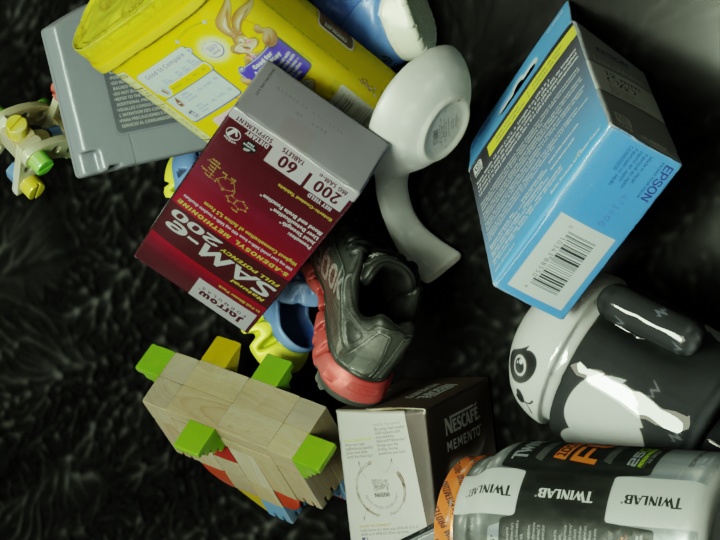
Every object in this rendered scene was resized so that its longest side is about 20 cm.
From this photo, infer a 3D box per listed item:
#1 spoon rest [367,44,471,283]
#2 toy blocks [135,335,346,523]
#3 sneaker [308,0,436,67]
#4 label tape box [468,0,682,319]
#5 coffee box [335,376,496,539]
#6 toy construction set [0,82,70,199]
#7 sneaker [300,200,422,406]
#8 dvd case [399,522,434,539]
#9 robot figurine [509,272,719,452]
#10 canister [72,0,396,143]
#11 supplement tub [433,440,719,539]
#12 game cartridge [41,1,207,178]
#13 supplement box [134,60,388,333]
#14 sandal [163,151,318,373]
[{"bbox_3d":[0.041,-0.081,1.460,0.061,0.099,0.200,33,144,30],"label":"spoon rest"},{"bbox_3d":[-0.078,0.142,1.576,0.200,0.100,0.137,17,151,33],"label":"toy blocks"},{"bbox_3d":[-0.023,-0.243,1.496,0.111,0.077,0.200,-15,98,23],"label":"sneaker"},{"bbox_3d":[0.144,-0.081,1.400,0.066,0.200,0.143,26,117,-17],"label":"label tape box"},{"bbox_3d":[0.051,0.189,1.517,0.080,0.113,0.200,-2,99,30],"label":"coffee box"},{"bbox_3d":[-0.236,-0.145,1.603,0.092,0.131,0.200,56,138,9],"label":"toy construction set"},{"bbox_3d":[0.000,0.000,1.494,0.098,0.071,0.201,-51,37,39],"label":"sneaker"},{"bbox_3d":[0.129,0.256,1.434,0.150,0.025,0.200,-28,94,14],"label":"dvd case"},{"bbox_3d":[0.199,0.085,1.400,0.200,0.125,0.150,31,108,22],"label":"robot figurine"},{"bbox_3d":[-0.087,-0.152,1.450,0.200,0.087,0.148,37,136,-27],"label":"canister"},{"bbox_3d":[0.157,0.176,1.317,0.200,0.122,0.123,0,100,33],"label":"supplement tub"},{"bbox_3d":[-0.143,-0.154,1.522,0.042,0.200,0.133,-16,89,57],"label":"game cartridge"},{"bbox_3d":[-0.075,-0.049,1.441,0.109,0.061,0.200,34,139,-5],"label":"supplement box"},{"bbox_3d":[-0.079,-0.021,1.580,0.087,0.079,0.200,-34,90,28],"label":"sandal"}]
